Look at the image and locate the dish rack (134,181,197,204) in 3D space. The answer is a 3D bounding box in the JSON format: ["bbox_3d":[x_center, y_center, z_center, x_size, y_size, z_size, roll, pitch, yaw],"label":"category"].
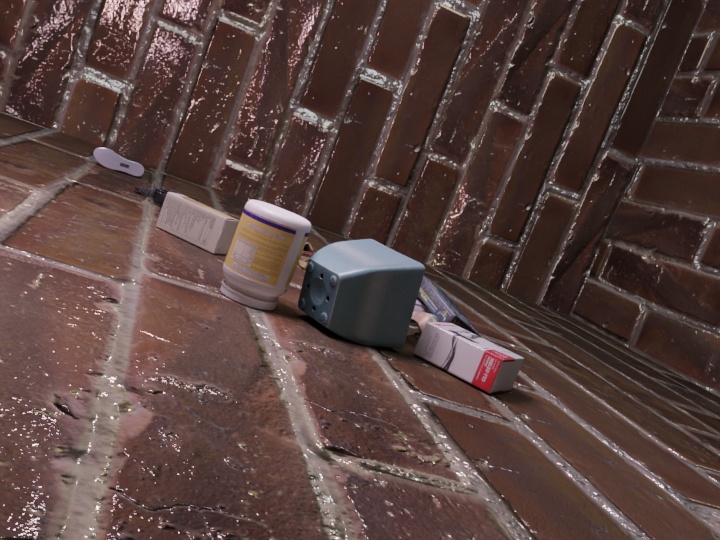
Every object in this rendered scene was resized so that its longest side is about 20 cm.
[{"bbox_3d":[-0.655,-0.252,2.348,0.153,0.055,0.200,15,9,-45],"label":"dish rack"}]

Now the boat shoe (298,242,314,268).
[{"bbox_3d":[-0.173,-0.053,2.203,0.072,0.072,0.200,18,8,-26],"label":"boat shoe"}]

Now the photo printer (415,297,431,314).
[{"bbox_3d":[0.090,0.087,1.949,0.200,0.070,0.166,19,8,-25],"label":"photo printer"}]

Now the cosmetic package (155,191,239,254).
[{"bbox_3d":[-0.433,-0.125,1.871,0.200,0.105,0.071,26,8,19],"label":"cosmetic package"}]

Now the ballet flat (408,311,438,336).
[{"bbox_3d":[0.096,0.124,1.682,0.067,0.068,0.200,-37,23,-33],"label":"ballet flat"}]

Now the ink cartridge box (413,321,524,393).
[{"bbox_3d":[0.241,0.190,1.572,0.200,0.084,0.144,24,7,30],"label":"ink cartridge box"}]

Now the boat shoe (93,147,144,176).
[{"bbox_3d":[-0.934,-0.414,2.712,0.200,0.069,0.057,23,-3,-33],"label":"boat shoe"}]

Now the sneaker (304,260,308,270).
[{"bbox_3d":[-0.067,0.015,2.059,0.200,0.075,0.090,6,24,-43],"label":"sneaker"}]

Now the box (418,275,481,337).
[{"bbox_3d":[0.228,0.106,1.916,0.158,0.051,0.200,39,11,-46],"label":"box"}]

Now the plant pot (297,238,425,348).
[{"bbox_3d":[-0.018,0.048,1.517,0.200,0.196,0.196,1,19,-41],"label":"plant pot"}]

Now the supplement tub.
[{"bbox_3d":[-0.201,-0.032,1.470,0.145,0.200,0.145,22,7,-3],"label":"supplement tub"}]
